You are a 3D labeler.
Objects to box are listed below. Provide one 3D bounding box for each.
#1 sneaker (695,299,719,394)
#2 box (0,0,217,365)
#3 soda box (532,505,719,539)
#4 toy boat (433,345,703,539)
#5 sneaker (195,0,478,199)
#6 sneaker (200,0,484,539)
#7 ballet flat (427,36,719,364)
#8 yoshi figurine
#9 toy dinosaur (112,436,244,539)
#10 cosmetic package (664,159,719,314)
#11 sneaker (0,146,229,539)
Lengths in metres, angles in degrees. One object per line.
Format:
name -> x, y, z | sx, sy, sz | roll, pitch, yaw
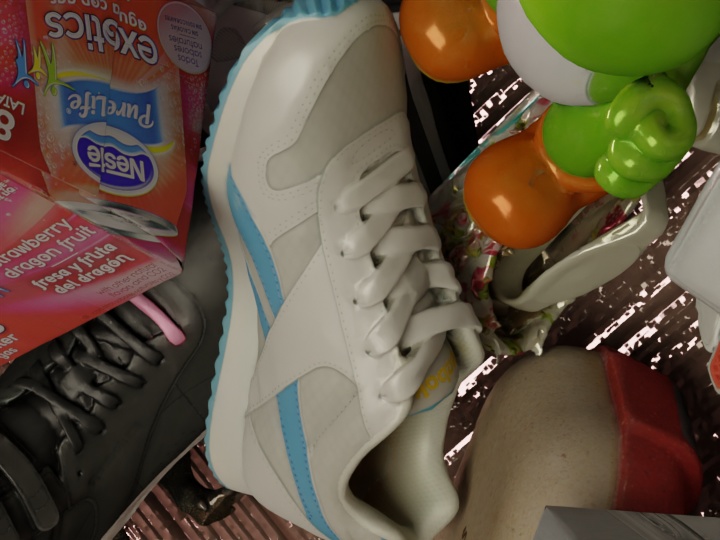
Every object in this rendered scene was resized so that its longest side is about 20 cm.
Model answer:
sneaker -> 0.184, 0.049, 0.882 | 0.200, 0.082, 0.077 | 51, 120, 35
box -> -0.146, -0.027, 0.903 | 0.199, 0.095, 0.100 | -25, 49, 41
soda box -> 0.143, 0.120, 0.853 | 0.068, 0.199, 0.064 | 55, 133, 54
toy boat -> 0.085, 0.132, 0.944 | 0.130, 0.131, 0.201 | 16, 114, -8
sneaker -> -0.033, -0.086, 0.968 | 0.115, 0.076, 0.201 | -41, 90, 21
sneaker -> 0.000, 0.000, 0.888 | 0.081, 0.076, 0.201 | 26, 134, 31
ballet flat -> 0.091, -0.046, 0.895 | 0.200, 0.075, 0.064 | -51, 47, 30
yoshi figurine -> 0.061, -0.074, 0.765 | 0.112, 0.113, 0.200 | 24, 156, -10
toy dinosaur -> -0.086, 0.048, 1.034 | 0.102, 0.077, 0.200 | 49, 125, 22
cosmetic package -> 0.226, -0.028, 0.780 | 0.200, 0.167, 0.167 | 35, 118, 14
sneaker -> -0.097, 0.047, 0.939 | 0.071, 0.099, 0.200 | 42, 118, 12
